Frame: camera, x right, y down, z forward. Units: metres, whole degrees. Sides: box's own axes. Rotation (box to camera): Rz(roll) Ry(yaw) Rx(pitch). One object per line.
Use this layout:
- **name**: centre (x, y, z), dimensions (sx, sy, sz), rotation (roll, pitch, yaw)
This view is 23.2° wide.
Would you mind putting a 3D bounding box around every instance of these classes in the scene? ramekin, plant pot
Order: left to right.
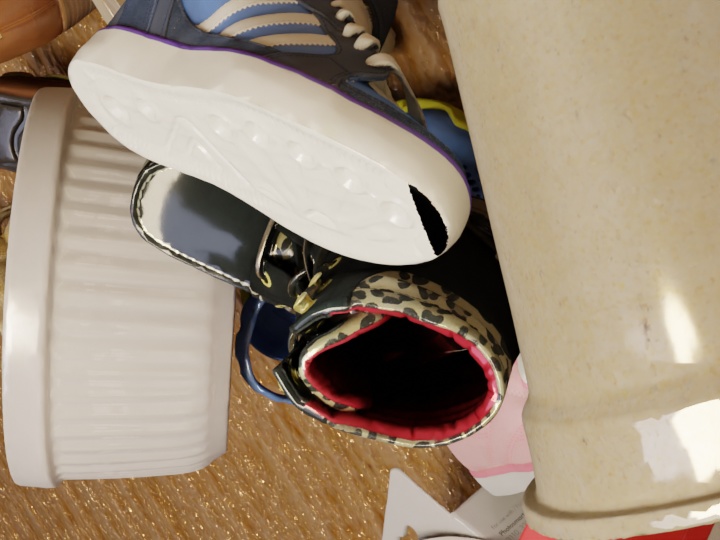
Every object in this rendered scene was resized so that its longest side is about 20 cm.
- **ramekin**: centre (-0.114, 0.011, 0.884), dimensions (0.105, 0.201, 0.201), rotation (4, 140, -4)
- **plant pot**: centre (0.118, -0.034, 0.594), dimensions (0.200, 0.200, 0.184), rotation (-15, 97, 58)

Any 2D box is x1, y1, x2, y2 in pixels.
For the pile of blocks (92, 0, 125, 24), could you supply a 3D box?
- **pile of blocks**: centre (-0.114, -0.190, 0.861), dimensions (0.082, 0.062, 0.201), rotation (26, 140, 39)

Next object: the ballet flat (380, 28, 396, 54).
- **ballet flat**: centre (-0.019, -0.090, 0.836), dimensions (0.072, 0.068, 0.200), rotation (17, 137, 18)

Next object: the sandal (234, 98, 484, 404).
- **sandal**: centre (0.000, 0.000, 0.831), dimensions (0.079, 0.087, 0.200), rotation (30, 133, -10)

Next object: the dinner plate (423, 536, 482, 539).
- **dinner plate**: centre (0.060, 0.233, 0.885), dimensions (0.200, 0.024, 0.201), rotation (12, 108, 39)

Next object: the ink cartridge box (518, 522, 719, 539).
- **ink cartridge box**: centre (0.114, 0.143, 0.727), dimensions (0.067, 0.117, 0.200), rotation (26, 180, 40)

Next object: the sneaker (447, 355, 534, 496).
- **sneaker**: centre (0.078, 0.042, 0.810), dimensions (0.105, 0.075, 0.200), rotation (50, 154, -4)

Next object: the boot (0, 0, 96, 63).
- **boot**: centre (-0.240, -0.144, 0.987), dimensions (0.200, 0.155, 0.077), rotation (19, 135, 45)

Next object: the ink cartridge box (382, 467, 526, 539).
- **ink cartridge box**: centre (0.105, 0.175, 0.915), dimensions (0.200, 0.068, 0.115), rotation (37, 144, 27)

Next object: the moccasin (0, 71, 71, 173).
- **moccasin**: centre (-0.147, -0.074, 1.013), dimensions (0.201, 0.078, 0.074), rotation (10, 114, 26)

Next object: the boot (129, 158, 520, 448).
- **boot**: centre (-0.018, 0.001, 0.711), dimensions (0.203, 0.154, 0.074), rotation (16, 110, 10)

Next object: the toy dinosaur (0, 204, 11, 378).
- **toy dinosaur**: centre (-0.258, -0.011, 1.199), dimensions (0.200, 0.101, 0.058), rotation (53, 150, 1)

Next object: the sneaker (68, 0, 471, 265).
- **sneaker**: centre (-0.006, -0.093, 0.689), dimensions (0.200, 0.147, 0.081), rotation (22, 149, 37)
